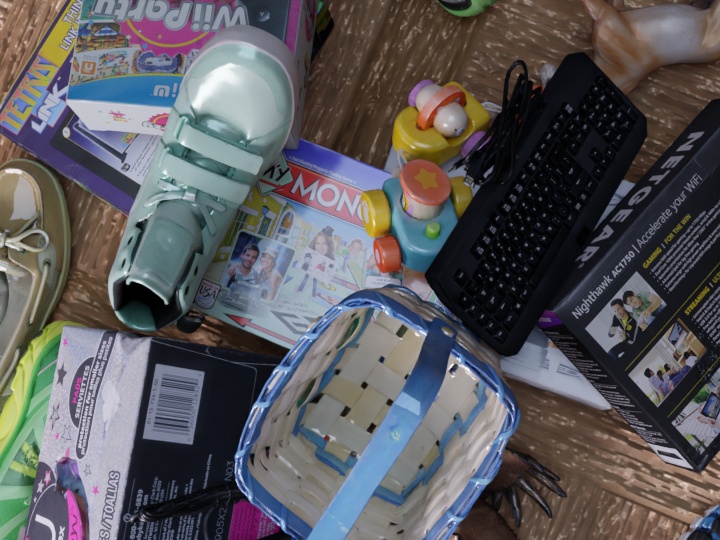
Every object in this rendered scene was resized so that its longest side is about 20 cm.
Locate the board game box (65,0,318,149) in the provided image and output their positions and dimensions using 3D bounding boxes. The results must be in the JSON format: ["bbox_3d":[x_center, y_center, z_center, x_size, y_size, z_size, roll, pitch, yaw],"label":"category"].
[{"bbox_3d":[-0.103,-0.190,0.878,0.147,0.064,0.201,5,78,5],"label":"board game box"}]

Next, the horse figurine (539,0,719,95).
[{"bbox_3d":[0.214,-0.184,0.915,0.199,0.050,0.133,-13,96,-3],"label":"horse figurine"}]

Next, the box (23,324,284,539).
[{"bbox_3d":[-0.134,0.145,0.857,0.114,0.132,0.201,3,82,49],"label":"box"}]

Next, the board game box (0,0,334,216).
[{"bbox_3d":[-0.140,-0.140,0.942,0.165,0.057,0.201,32,88,9],"label":"board game box"}]

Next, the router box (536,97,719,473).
[{"bbox_3d":[0.227,0.007,0.860,0.200,0.051,0.149,-46,102,-11],"label":"router box"}]

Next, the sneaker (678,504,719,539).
[{"bbox_3d":[0.235,0.249,0.871,0.086,0.075,0.201,22,92,-4],"label":"sneaker"}]

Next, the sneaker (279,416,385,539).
[{"bbox_3d":[-0.022,0.202,0.900,0.081,0.077,0.201,-8,79,26],"label":"sneaker"}]

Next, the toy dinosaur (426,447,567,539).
[{"bbox_3d":[0.085,0.194,0.882,0.086,0.135,0.201,2,109,46],"label":"toy dinosaur"}]

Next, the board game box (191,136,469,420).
[{"bbox_3d":[0.000,0.000,0.881,0.199,0.029,0.135,22,87,10],"label":"board game box"}]

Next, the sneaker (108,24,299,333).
[{"bbox_3d":[-0.095,-0.045,0.795,0.073,0.201,0.119,22,43,-11],"label":"sneaker"}]

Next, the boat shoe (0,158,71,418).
[{"bbox_3d":[-0.256,0.019,0.928,0.073,0.063,0.202,14,88,6],"label":"boat shoe"}]

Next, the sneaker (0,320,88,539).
[{"bbox_3d":[-0.212,0.137,0.910,0.083,0.074,0.201,14,85,10],"label":"sneaker"}]

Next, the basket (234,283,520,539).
[{"bbox_3d":[0.003,0.103,0.756,0.139,0.200,0.177,32,107,-4],"label":"basket"}]

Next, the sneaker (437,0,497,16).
[{"bbox_3d":[0.034,-0.271,0.923,0.077,0.084,0.200,-40,82,9],"label":"sneaker"}]

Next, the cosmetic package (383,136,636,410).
[{"bbox_3d":[0.100,-0.007,0.911,0.199,0.052,0.152,18,84,7],"label":"cosmetic package"}]

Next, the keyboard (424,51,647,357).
[{"bbox_3d":[0.109,-0.053,0.808,0.104,0.040,0.200,39,65,-13],"label":"keyboard"}]

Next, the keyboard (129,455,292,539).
[{"bbox_3d":[-0.083,0.184,0.790,0.199,0.021,0.128,-13,79,-37],"label":"keyboard"}]

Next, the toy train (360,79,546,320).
[{"bbox_3d":[0.086,-0.068,0.847,0.150,0.056,0.201,22,57,10],"label":"toy train"}]
